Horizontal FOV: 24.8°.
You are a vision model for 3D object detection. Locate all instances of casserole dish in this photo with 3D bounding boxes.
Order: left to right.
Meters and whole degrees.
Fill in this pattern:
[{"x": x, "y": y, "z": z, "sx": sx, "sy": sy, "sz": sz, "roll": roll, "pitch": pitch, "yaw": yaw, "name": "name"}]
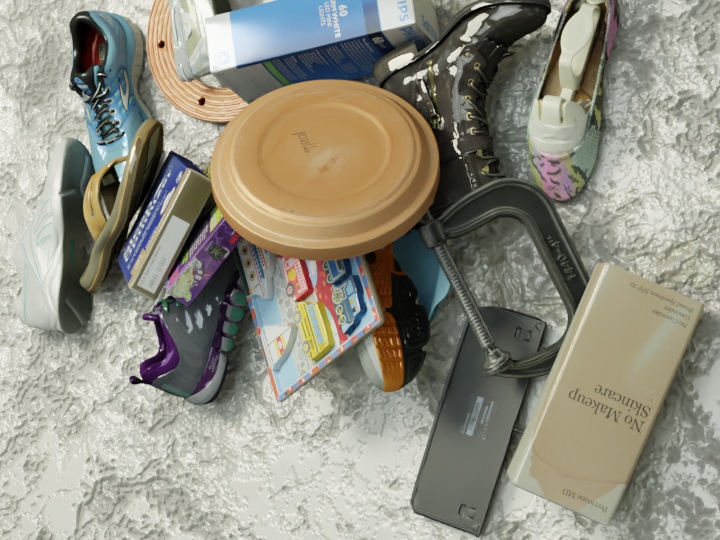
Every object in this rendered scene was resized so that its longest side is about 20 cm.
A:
[{"x": 0.000, "y": 0.000, "z": 1.526, "sx": 0.199, "sy": 0.039, "sz": 0.122, "roll": 6, "pitch": 83, "yaw": 27, "name": "casserole dish"}]

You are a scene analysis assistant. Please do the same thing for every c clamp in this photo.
[{"x": 0.110, "y": 0.011, "z": 1.417, "sx": 0.170, "sy": 0.027, "sz": 0.200, "roll": -33, "pitch": 92, "yaw": -6, "name": "c clamp"}]

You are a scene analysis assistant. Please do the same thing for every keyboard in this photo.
[{"x": 0.126, "y": 0.137, "z": 1.451, "sx": 0.127, "sy": 0.021, "sz": 0.201, "roll": 17, "pitch": 89, "yaw": 28, "name": "keyboard"}]

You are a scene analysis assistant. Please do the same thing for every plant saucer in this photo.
[{"x": -0.031, "y": -0.094, "z": 1.414, "sx": 0.199, "sy": 0.032, "sz": 0.201, "roll": -2, "pitch": 50, "yaw": 2, "name": "plant saucer"}]

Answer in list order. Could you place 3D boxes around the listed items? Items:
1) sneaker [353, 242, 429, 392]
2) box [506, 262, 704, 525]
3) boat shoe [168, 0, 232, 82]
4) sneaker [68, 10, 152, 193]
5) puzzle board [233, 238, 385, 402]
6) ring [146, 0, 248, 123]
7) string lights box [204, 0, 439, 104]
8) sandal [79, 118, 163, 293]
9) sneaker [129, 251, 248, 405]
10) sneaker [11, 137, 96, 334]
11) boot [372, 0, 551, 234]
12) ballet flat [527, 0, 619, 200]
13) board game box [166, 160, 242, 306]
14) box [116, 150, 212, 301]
[{"x": -0.003, "y": 0.022, "z": 1.468, "sx": 0.092, "sy": 0.075, "sz": 0.201, "roll": -34, "pitch": 59, "yaw": 39, "name": "sneaker"}, {"x": 0.203, "y": 0.102, "z": 1.372, "sx": 0.095, "sy": 0.078, "sz": 0.201, "roll": 22, "pitch": 91, "yaw": 3, "name": "box"}, {"x": -0.173, "y": -0.287, "z": 1.624, "sx": 0.064, "sy": 0.074, "sz": 0.203, "roll": -19, "pitch": 79, "yaw": 16, "name": "boat shoe"}, {"x": -0.263, "y": -0.170, "z": 1.654, "sx": 0.078, "sy": 0.090, "sz": 0.201, "roll": -18, "pitch": 76, "yaw": 22, "name": "sneaker"}, {"x": -0.057, "y": -0.005, "z": 1.463, "sx": 0.151, "sy": 0.017, "sz": 0.201, "roll": -39, "pitch": 57, "yaw": 36, "name": "puzzle board"}, {"x": -0.127, "y": -0.245, "z": 1.643, "sx": 0.199, "sy": 0.019, "sz": 0.202, "roll": -5, "pitch": 79, "yaw": 24, "name": "ring"}, {"x": -0.033, "y": -0.216, "z": 1.532, "sx": 0.199, "sy": 0.103, "sz": 0.059, "roll": -12, "pitch": 75, "yaw": 14, "name": "string lights box"}, {"x": -0.246, "y": -0.064, "z": 1.600, "sx": 0.054, "sy": 0.080, "sz": 0.200, "roll": 27, "pitch": 124, "yaw": -2, "name": "sandal"}, {"x": -0.155, "y": 0.024, "z": 1.557, "sx": 0.074, "sy": 0.087, "sz": 0.201, "roll": 6, "pitch": 80, "yaw": 68, "name": "sneaker"}, {"x": -0.317, "y": -0.037, "z": 1.667, "sx": 0.080, "sy": 0.070, "sz": 0.201, "roll": 1, "pitch": 81, "yaw": 28, "name": "sneaker"}, {"x": 0.104, "y": -0.136, "z": 1.463, "sx": 0.199, "sy": 0.069, "sz": 0.175, "roll": -26, "pitch": 67, "yaw": 29, "name": "boot"}, {"x": 0.185, "y": -0.165, "z": 1.449, "sx": 0.069, "sy": 0.071, "sz": 0.201, "roll": 12, "pitch": 86, "yaw": 19, "name": "ballet flat"}, {"x": -0.135, "y": -0.056, "z": 1.524, "sx": 0.032, "sy": 0.200, "sz": 0.120, "roll": 39, "pitch": 105, "yaw": -19, "name": "board game box"}, {"x": -0.189, "y": -0.048, "z": 1.553, "sx": 0.032, "sy": 0.200, "sz": 0.122, "roll": 26, "pitch": 93, "yaw": -14, "name": "box"}]
